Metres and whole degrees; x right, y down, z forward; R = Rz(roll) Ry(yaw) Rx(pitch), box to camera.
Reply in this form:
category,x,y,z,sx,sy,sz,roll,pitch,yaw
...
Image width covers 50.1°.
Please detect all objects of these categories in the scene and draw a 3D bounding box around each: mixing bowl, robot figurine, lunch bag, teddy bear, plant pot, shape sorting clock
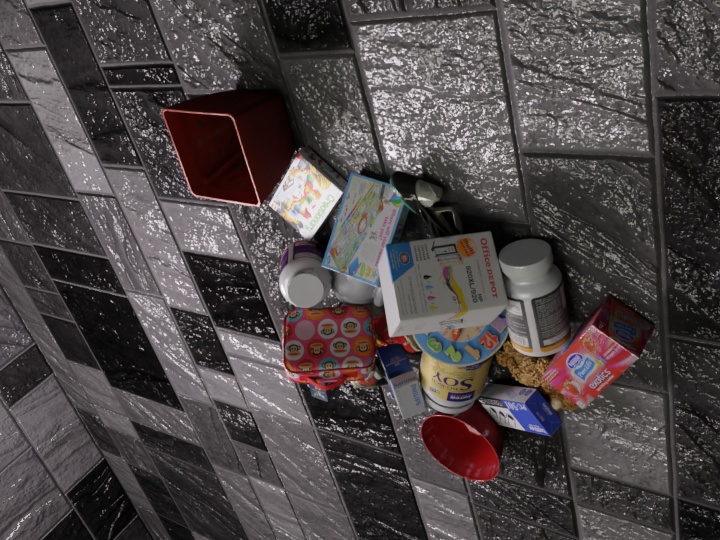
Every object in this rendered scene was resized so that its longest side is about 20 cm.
category,x,y,z,sx,sy,sz,roll,pitch,yaw
mixing bowl,0.251,0.373,1.764,0.200,0.108,0.200,24,138,24
robot figurine,0.000,0.000,1.648,0.170,0.113,0.200,49,146,28
lunch bag,-0.065,0.167,1.624,0.200,0.176,0.082,-2,150,0
teddy bear,0.360,0.218,1.565,0.200,0.067,0.145,48,144,-3
plant pot,-0.248,-0.269,1.575,0.200,0.176,0.200,12,131,34
shape sorting clock,0.194,0.088,1.505,0.200,0.200,0.039,33,171,14

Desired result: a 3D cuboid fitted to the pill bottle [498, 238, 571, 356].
category,x,y,z,sx,sy,sz,roll,pitch,yaw
pill bottle,0.317,0.050,1.414,0.116,0.116,0.200,8,128,37

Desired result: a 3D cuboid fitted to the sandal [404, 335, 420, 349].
category,x,y,z,sx,sy,sz,roll,pitch,yaw
sandal,0.109,0.077,1.593,0.054,0.200,0.080,-37,126,21

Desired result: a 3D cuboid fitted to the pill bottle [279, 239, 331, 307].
category,x,y,z,sx,sy,sz,roll,pitch,yaw
pill bottle,-0.121,0.010,1.686,0.112,0.200,0.113,-1,109,-4

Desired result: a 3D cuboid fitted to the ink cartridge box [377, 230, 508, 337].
category,x,y,z,sx,sy,sz,roll,pitch,yaw
ink cartridge box,0.147,0.027,1.418,0.145,0.200,0.147,106,155,-72

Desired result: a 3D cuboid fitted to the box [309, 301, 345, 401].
category,x,y,z,sx,sy,sz,roll,pitch,yaw
box,-0.053,0.179,1.785,0.051,0.200,0.158,15,134,27

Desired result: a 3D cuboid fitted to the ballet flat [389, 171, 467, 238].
category,x,y,z,sx,sy,sz,roll,pitch,yaw
ballet flat,0.140,-0.120,1.464,0.068,0.068,0.200,-24,117,39

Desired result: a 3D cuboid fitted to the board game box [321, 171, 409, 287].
category,x,y,z,sx,sy,sz,roll,pitch,yaw
board game box,0.014,-0.081,1.532,0.134,0.034,0.200,21,96,27

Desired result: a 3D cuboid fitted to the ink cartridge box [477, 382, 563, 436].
category,x,y,z,sx,sy,sz,roll,pitch,yaw
ink cartridge box,0.329,0.289,1.621,0.094,0.044,0.200,51,161,-11

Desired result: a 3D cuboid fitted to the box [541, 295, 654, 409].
category,x,y,z,sx,sy,sz,roll,pitch,yaw
box,0.434,0.153,1.419,0.100,0.095,0.200,37,141,9

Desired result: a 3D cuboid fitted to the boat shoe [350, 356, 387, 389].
category,x,y,z,sx,sy,sz,roll,pitch,yaw
boat shoe,0.026,0.247,1.807,0.071,0.063,0.200,58,-174,12

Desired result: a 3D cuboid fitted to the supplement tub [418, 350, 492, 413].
category,x,y,z,sx,sy,sz,roll,pitch,yaw
supplement tub,0.199,0.193,1.620,0.145,0.145,0.200,26,138,21

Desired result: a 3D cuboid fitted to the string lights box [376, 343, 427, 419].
category,x,y,z,sx,sy,sz,roll,pitch,yaw
string lights box,0.083,0.221,1.717,0.200,0.059,0.103,-114,5,-53

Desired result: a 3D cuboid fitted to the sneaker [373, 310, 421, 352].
category,x,y,z,sx,sy,sz,roll,pitch,yaw
sneaker,0.072,0.142,1.667,0.077,0.085,0.200,60,174,-17

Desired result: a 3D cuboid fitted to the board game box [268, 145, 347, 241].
category,x,y,z,sx,sy,sz,roll,pitch,yaw
board game box,-0.113,-0.162,1.665,0.126,0.035,0.200,42,141,2
